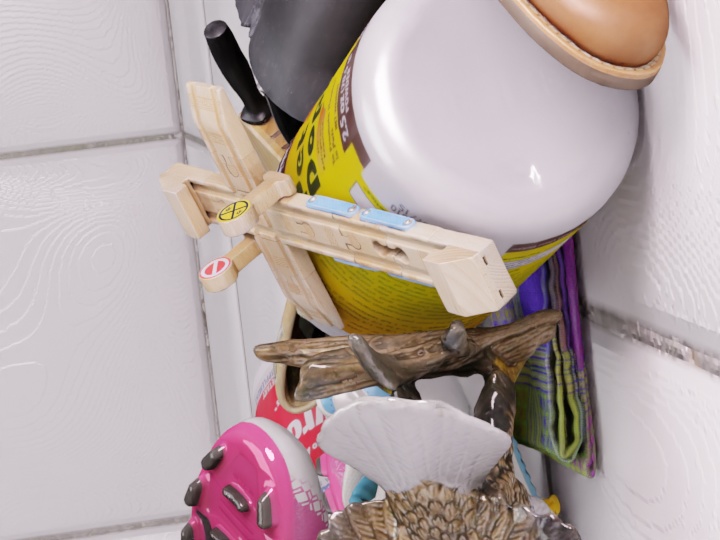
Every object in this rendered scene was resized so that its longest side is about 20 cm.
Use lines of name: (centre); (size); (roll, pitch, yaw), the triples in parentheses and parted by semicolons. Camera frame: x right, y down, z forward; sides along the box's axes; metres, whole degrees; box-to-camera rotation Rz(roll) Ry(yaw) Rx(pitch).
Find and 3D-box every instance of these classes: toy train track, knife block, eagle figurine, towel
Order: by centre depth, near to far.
toy train track: (-0.020, -0.009, 0.869); (0.200, 0.033, 0.115); (15, 139, 51)
eagle figurine: (0.044, 0.119, 0.895); (0.152, 0.150, 0.201); (-9, 86, 63)
towel: (0.069, -0.014, 1.047); (0.144, 0.023, 0.201); (-164, 67, -80)
knife block: (-0.019, -0.068, 1.215); (0.176, 0.064, 0.200); (55, 172, -2)

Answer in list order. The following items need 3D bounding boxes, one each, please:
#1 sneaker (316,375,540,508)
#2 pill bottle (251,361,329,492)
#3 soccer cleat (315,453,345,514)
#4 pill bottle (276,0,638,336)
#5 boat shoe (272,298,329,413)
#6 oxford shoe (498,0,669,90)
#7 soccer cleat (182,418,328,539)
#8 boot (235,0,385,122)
sneaker: (0.039, 0.112, 1.072); (0.201, 0.080, 0.076); (66, 170, -17)
pill bottle: (0.008, 0.127, 1.275); (0.201, 0.112, 0.113); (-106, 12, -47)
soccer cleat: (0.026, 0.079, 1.167); (0.070, 0.086, 0.200); (54, -164, -32)
pill bottle: (0.027, -0.035, 0.926); (0.200, 0.109, 0.110); (129, 133, -66)
boat shoe: (0.000, 0.000, 1.098); (0.200, 0.071, 0.076); (106, -171, -50)
oxford shoe: (0.067, -0.155, 0.804); (0.071, 0.071, 0.201); (-45, 54, 47)
soccer cleat: (-0.031, 0.144, 1.064); (0.070, 0.086, 0.201); (36, 133, 41)
boot: (0.008, -0.138, 0.951); (0.200, 0.065, 0.165); (-55, 23, 36)
